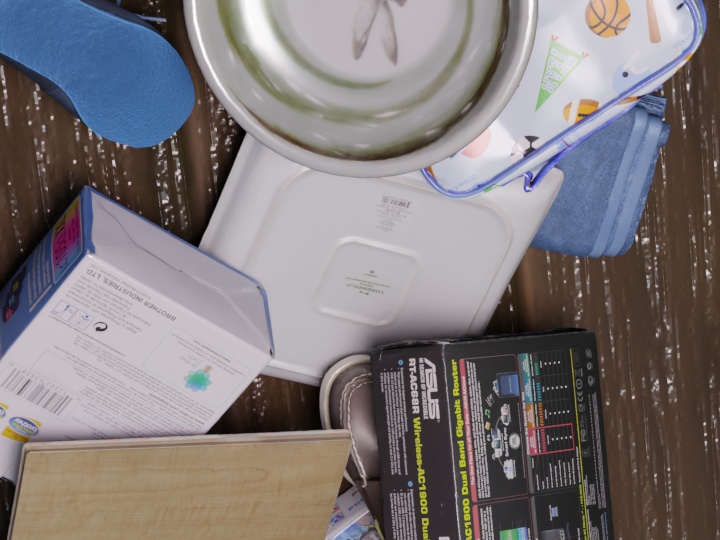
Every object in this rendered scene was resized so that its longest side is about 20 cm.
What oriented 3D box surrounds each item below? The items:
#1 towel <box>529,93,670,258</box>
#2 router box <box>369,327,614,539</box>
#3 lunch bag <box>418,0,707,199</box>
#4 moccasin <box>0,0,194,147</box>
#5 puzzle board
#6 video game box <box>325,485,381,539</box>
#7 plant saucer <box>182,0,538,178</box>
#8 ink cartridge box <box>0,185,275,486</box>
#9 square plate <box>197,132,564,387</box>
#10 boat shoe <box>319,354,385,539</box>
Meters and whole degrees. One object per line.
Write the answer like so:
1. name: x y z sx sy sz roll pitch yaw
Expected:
1. towel: 0.084 -0.072 1.693 0.199 0.049 0.112 10 114 -17
2. router box: 0.083 0.138 1.666 0.150 0.062 0.201 -2 86 -48
3. lunch bag: 0.091 -0.138 1.582 0.200 0.076 0.161 -32 97 14
4. moccasin: -0.165 -0.140 1.577 0.080 0.068 0.200 -46 142 2
5. puzzle board: -0.114 0.152 1.658 0.199 0.017 0.151 -1 133 -19
6. video game box: 0.062 0.209 1.791 0.182 0.047 0.200 -37 114 -4
7. plant saucer: 0.002 -0.153 1.526 0.199 0.050 0.201 3 106 11
8. ink cartridge box: -0.164 0.067 1.640 0.136 0.076 0.200 30 115 -23
9. square plate: 0.000 0.000 1.677 0.199 0.028 0.199 14 123 -19
10. boat shoe: 0.037 0.143 1.705 0.072 0.060 0.201 -28 112 -6
